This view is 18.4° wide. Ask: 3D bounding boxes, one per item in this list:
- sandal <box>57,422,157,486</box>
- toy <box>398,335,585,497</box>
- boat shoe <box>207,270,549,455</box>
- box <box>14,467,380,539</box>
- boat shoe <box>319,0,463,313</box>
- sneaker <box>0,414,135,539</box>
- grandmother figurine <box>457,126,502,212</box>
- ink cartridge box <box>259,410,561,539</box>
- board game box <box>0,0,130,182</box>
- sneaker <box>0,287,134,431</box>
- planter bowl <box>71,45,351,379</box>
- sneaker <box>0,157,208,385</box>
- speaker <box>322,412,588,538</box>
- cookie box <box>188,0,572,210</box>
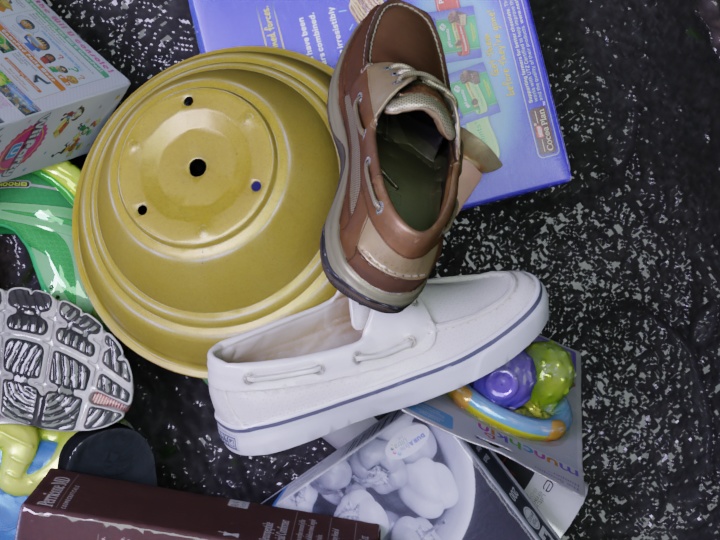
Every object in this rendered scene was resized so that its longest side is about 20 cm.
[{"bbox_3d":[-0.139,0.191,1.317,0.075,0.048,0.202,-19,112,-25],"label":"sandal"},{"bbox_3d":[0.086,0.050,1.293,0.115,0.200,0.047,25,108,-5],"label":"toy"},{"bbox_3d":[0.009,0.031,1.208,0.199,0.071,0.070,-20,117,-11],"label":"boat shoe"},{"bbox_3d":[-0.090,0.169,1.239,0.199,0.100,0.076,8,97,0],"label":"box"},{"bbox_3d":[0.027,-0.072,1.200,0.075,0.074,0.201,17,50,-19],"label":"boat shoe"},{"bbox_3d":[-0.233,0.133,1.329,0.198,0.076,0.106,4,89,-5],"label":"sneaker"},{"bbox_3d":[0.000,0.000,1.284,0.121,0.061,0.200,37,87,24],"label":"grandmother figurine"},{"bbox_3d":[0.032,0.197,1.315,0.198,0.043,0.200,-37,95,26],"label":"ink cartridge box"},{"bbox_3d":[-0.249,-0.114,1.260,0.148,0.200,0.064,44,123,13],"label":"board game box"},{"bbox_3d":[-0.221,0.044,1.321,0.199,0.085,0.078,16,86,12],"label":"sneaker"},{"bbox_3d":[-0.081,-0.046,1.242,0.199,0.083,0.202,-4,73,12],"label":"planter bowl"},{"bbox_3d":[-0.151,0.009,1.343,0.200,0.074,0.084,40,84,7],"label":"sneaker"},{"bbox_3d":[0.040,0.102,1.348,0.200,0.081,0.081,39,86,-2],"label":"speaker"},{"bbox_3d":[0.009,-0.111,1.353,0.199,0.075,0.172,-14,89,-5],"label":"cookie box"}]
